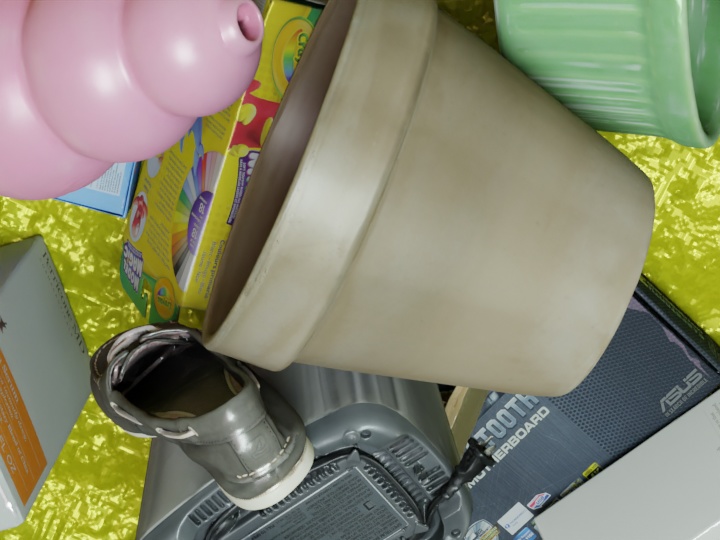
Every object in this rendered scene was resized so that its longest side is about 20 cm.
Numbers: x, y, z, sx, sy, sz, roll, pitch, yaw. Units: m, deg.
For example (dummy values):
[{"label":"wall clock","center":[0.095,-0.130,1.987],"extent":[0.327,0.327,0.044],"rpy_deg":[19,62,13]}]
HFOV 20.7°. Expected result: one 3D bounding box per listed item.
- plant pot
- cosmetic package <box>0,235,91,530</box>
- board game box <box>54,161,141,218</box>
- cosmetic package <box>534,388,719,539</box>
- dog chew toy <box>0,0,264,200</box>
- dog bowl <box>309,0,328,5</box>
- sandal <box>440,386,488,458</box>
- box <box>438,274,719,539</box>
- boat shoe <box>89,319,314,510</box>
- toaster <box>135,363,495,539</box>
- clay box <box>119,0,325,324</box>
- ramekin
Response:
[{"label":"plant pot","center":[0.038,-0.024,0.942],"extent":[0.172,0.200,0.201],"rpy_deg":[23,110,-10]},{"label":"cosmetic package","center":[-0.214,0.065,1.103],"extent":[0.071,0.200,0.102],"rpy_deg":[-17,108,10]},{"label":"board game box","center":[-0.213,-0.128,1.122],"extent":[0.198,0.037,0.153],"rpy_deg":[14,110,-2]},{"label":"cosmetic package","center":[0.214,0.139,1.134],"extent":[0.200,0.085,0.108],"rpy_deg":[-38,130,10]},{"label":"dog chew toy","center":[-0.135,-0.107,1.018],"extent":[0.199,0.125,0.125],"rpy_deg":[-10,110,33]},{"label":"dog bowl","center":[-0.007,-0.239,1.022],"extent":[0.198,0.059,0.202],"rpy_deg":[-5,106,-19]},{"label":"sandal","center":[0.030,0.082,1.117],"extent":[0.069,0.078,0.213],"rpy_deg":[35,103,13]},{"label":"box","center":[0.091,0.069,1.161],"extent":[0.158,0.051,0.200],"rpy_deg":[42,107,-10]},{"label":"boat shoe","center":[-0.088,0.054,0.971],"extent":[0.067,0.200,0.057],"rpy_deg":[-40,121,-15]},{"label":"toaster","center":[-0.026,0.101,1.017],"extent":[0.199,0.130,0.114],"rpy_deg":[-35,119,15]},{"label":"clay box","center":[-0.077,-0.064,1.083],"extent":[0.047,0.115,0.202],"rpy_deg":[9,108,-26]},{"label":"ramekin","center":[0.133,-0.164,1.001],"extent":[0.097,0.200,0.202],"rpy_deg":[2,110,18]}]
